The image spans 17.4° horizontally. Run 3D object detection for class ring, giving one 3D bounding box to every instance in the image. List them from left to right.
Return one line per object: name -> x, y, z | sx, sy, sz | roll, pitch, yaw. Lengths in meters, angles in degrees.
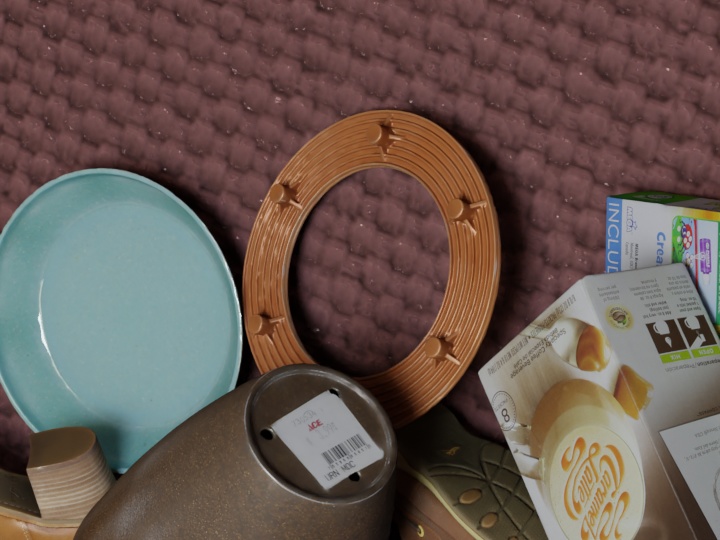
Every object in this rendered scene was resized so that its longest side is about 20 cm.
ring -> 0.000, 0.000, 1.426 | 0.200, 0.019, 0.201 | -10, 74, 39

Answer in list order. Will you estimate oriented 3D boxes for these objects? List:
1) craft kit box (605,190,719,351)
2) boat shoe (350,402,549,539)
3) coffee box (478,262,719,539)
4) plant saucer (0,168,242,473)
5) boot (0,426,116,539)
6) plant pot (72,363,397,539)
craft kit box -> 0.216, 0.063, 1.304 | 0.197, 0.048, 0.200 | 13, 105, 53
boat shoe -> 0.059, 0.141, 1.417 | 0.200, 0.072, 0.068 | 36, 132, 38
coffee box -> 0.158, 0.112, 1.286 | 0.114, 0.080, 0.200 | -47, 59, 47
plant saucer -> -0.155, 0.031, 1.541 | 0.200, 0.036, 0.200 | 4, 99, 27
boot -> -0.244, 0.185, 1.555 | 0.200, 0.077, 0.155 | -10, 119, 3
plant pot -> -0.056, 0.147, 1.384 | 0.187, 0.187, 0.200 | 48, 139, 14
